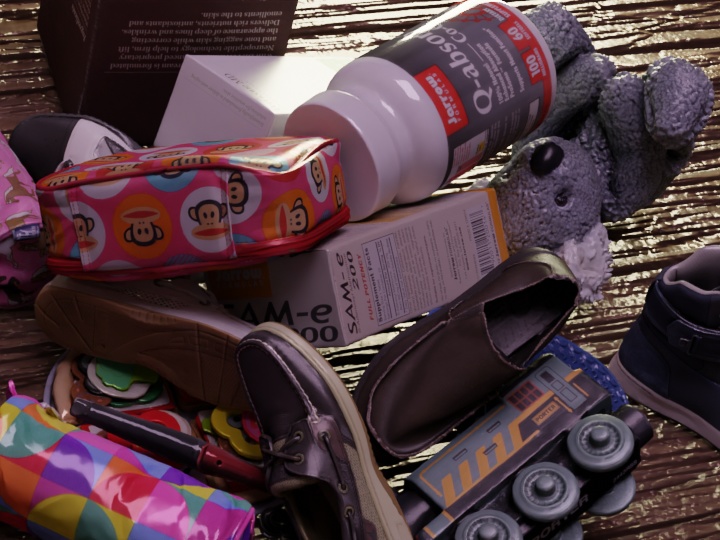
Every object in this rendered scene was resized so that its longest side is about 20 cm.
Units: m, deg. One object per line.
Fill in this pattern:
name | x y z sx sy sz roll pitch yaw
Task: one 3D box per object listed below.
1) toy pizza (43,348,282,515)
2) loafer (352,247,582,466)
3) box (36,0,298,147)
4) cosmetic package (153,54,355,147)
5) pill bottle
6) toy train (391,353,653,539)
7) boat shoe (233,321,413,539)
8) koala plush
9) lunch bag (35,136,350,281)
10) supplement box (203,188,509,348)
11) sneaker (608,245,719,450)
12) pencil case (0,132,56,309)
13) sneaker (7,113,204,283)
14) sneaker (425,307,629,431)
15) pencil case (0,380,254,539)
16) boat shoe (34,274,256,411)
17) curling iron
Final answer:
toy pizza | -0.123 0.097 1.652 0.200 0.032 0.200 10 41 -8
loafer | 0.073 0.055 1.606 0.200 0.071 0.073 -44 102 -12
box | -0.155 -0.226 1.877 0.166 0.200 0.164 -2 43 -22
cosmetic package | -0.049 -0.109 1.823 0.108 0.085 0.200 35 23 31
pill bottle | 0.044 -0.118 1.742 0.116 0.116 0.200 38 48 23
toy train | 0.106 0.146 1.611 0.200 0.085 0.114 -38 56 -18
boat shoe | -0.031 0.130 1.556 0.065 0.073 0.200 -28 86 -41
koala plush | 0.164 -0.071 1.872 0.177 0.184 0.200 25 61 17
lunch bag | -0.112 -0.051 1.638 0.200 0.082 0.176 -4 12 18
supplement box | 0.000 0.000 1.707 0.126 0.074 0.200 -5 10 42
sneaker | 0.298 0.067 1.747 0.202 0.146 0.077 26 39 8
pencil case | -0.288 -0.062 1.739 0.083 0.087 0.200 -32 54 -6
sneaker | -0.190 -0.051 1.764 0.200 0.074 0.089 27 39 12
sneaker | 0.104 0.086 1.720 0.200 0.078 0.070 21 43 -30
pencil case | -0.165 0.149 1.537 0.200 0.088 0.088 26 41 7
boat shoe | -0.124 0.037 1.641 0.200 0.071 0.069 21 40 5
curling iron | -0.105 0.135 1.582 0.200 0.026 0.050 30 51 -9
